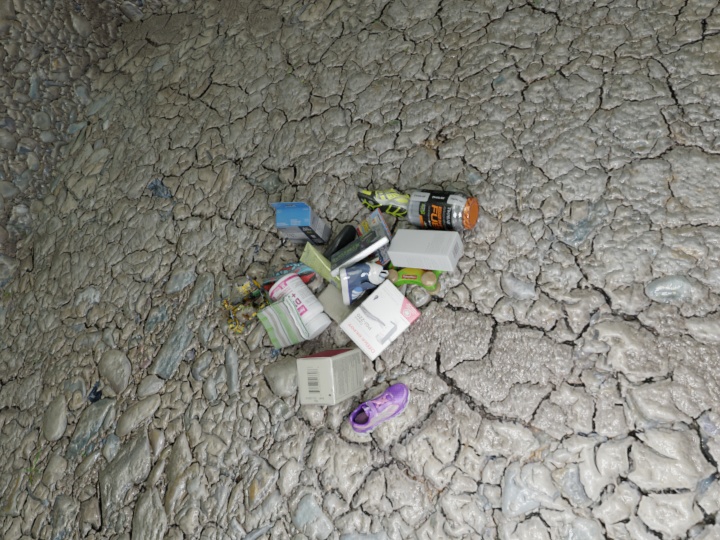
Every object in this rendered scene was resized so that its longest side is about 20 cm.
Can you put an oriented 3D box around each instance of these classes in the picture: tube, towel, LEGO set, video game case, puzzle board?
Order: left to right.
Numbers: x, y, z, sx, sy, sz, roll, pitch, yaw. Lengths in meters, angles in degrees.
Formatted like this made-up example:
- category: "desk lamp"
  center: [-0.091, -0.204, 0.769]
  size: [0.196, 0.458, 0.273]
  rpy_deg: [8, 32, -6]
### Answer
- category: "LEGO set"
  center: [-0.410, 0.114, 1.759]
  size: [0.200, 0.116, 0.154]
  rpy_deg: [-26, 56, 13]
- category: "towel"
  center: [-0.248, 0.170, 1.597]
  size: [0.200, 0.031, 0.150]
  rpy_deg: [-26, 92, 47]
- category: "tube"
  center: [-0.117, -0.010, 1.655]
  size: [0.200, 0.052, 0.058]
  rpy_deg: [37, 76, 23]
- category: "towel"
  center: [-0.047, 0.105, 1.635]
  size: [0.200, 0.034, 0.133]
  rpy_deg: [35, 82, 37]
- category: "video game case"
  center: [-0.007, -0.067, 1.576]
  size: [0.200, 0.023, 0.182]
  rpy_deg: [-33, 16, 8]
- category: "puzzle board"
  center: [0.037, -0.092, 1.678]
  size: [0.151, 0.017, 0.200]
  rpy_deg: [-41, 52, 26]

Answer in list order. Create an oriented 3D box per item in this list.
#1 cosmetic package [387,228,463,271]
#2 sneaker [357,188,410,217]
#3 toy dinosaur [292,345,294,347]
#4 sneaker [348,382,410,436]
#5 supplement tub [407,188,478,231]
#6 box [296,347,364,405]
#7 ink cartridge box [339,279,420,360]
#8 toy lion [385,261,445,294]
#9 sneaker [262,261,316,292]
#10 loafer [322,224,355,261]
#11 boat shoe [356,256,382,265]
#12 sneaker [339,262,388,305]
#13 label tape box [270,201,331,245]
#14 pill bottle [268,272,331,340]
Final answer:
- category: "cosmetic package"
  center: [0.192, -0.063, 1.519]
  size: [0.200, 0.074, 0.102]
  rpy_deg: [6, 52, 33]
- category: "sneaker"
  center: [0.083, -0.241, 1.736]
  size: [0.200, 0.075, 0.077]
  rpy_deg: [20, 67, 22]
- category: "toy dinosaur"
  center: [-0.250, 0.158, 1.683]
  size: [0.102, 0.077, 0.200]
  rpy_deg: [-38, 49, 21]
- category: "sneaker"
  center: [0.048, 0.381, 1.408]
  size: [0.200, 0.088, 0.081]
  rpy_deg: [-38, 53, 3]
- category: "supplement tub"
  center: [0.258, -0.187, 1.581]
  size: [0.199, 0.123, 0.123]
  rpy_deg: [9, 69, 31]
- category: "box"
  center: [-0.081, 0.294, 1.431]
  size: [0.109, 0.200, 0.128]
  rpy_deg: [-7, 86, 23]
- category: "ink cartridge box"
  center: [0.057, 0.144, 1.497]
  size: [0.200, 0.085, 0.146]
  rpy_deg: [-44, 85, 2]
- category: "toy lion"
  center: [0.189, -0.026, 1.574]
  size: [0.199, 0.069, 0.192]
  rpy_deg: [3, 59, 28]
- category: "sneaker"
  center: [-0.245, 0.019, 1.767]
  size: [0.199, 0.079, 0.096]
  rpy_deg: [-16, 44, 11]
- category: "loafer"
  center: [-0.089, -0.073, 1.718]
  size: [0.072, 0.073, 0.200]
  rpy_deg: [32, 88, 41]
- category: "boat shoe"
  center: [0.000, 0.000, 1.624]
  size: [0.071, 0.063, 0.200]
  rpy_deg: [-31, 13, -36]
- category: "sneaker"
  center: [0.014, 0.040, 1.528]
  size: [0.146, 0.200, 0.081]
  rpy_deg: [-10, 63, -3]
- category: "label tape box"
  center: [-0.210, -0.159, 1.753]
  size: [0.143, 0.200, 0.066]
  rpy_deg: [1, 67, 27]
- category: "pill bottle"
  center: [-0.191, 0.115, 1.619]
  size: [0.113, 0.113, 0.200]
  rpy_deg: [-41, 78, 1]
